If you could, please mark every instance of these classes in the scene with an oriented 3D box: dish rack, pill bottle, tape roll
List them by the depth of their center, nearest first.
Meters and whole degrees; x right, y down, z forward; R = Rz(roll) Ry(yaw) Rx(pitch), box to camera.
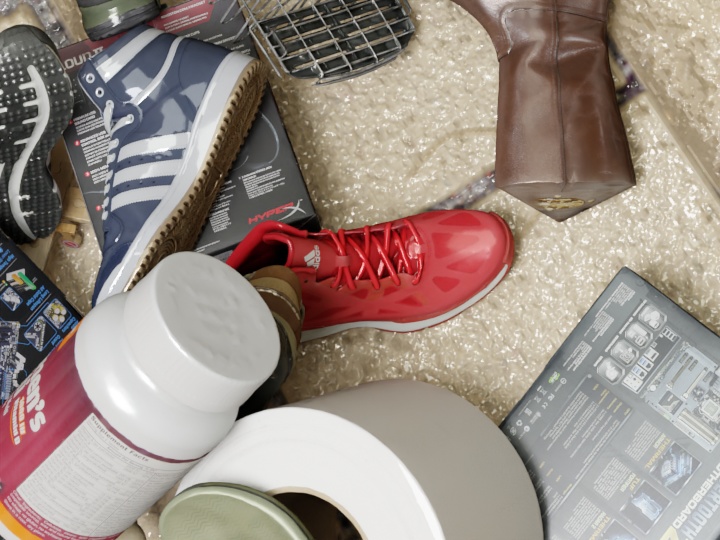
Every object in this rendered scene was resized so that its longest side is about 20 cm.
[{"bbox_3d":[-0.141,0.082,1.145,0.200,0.109,0.110,-43,69,34],"label":"pill bottle"},{"bbox_3d":[-0.003,0.175,1.192,0.201,0.139,0.205,2,95,29],"label":"tape roll"},{"bbox_3d":[-0.056,-0.212,1.319,0.201,0.153,0.055,58,137,9],"label":"dish rack"}]

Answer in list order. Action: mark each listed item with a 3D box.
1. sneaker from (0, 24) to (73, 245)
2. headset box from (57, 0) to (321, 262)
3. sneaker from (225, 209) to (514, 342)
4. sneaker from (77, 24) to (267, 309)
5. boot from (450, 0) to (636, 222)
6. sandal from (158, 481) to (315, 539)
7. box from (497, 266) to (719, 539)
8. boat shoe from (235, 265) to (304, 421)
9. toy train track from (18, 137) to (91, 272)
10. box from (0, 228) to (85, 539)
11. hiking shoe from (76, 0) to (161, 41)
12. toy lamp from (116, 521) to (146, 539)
[{"bbox_3d":[-0.237,-0.101,1.282,0.073,0.201,0.081,-9,59,-19],"label":"sneaker"},{"bbox_3d":[-0.127,-0.092,1.331,0.147,0.075,0.202,-21,75,-2],"label":"headset box"},{"bbox_3d":[0.000,0.000,1.269,0.198,0.115,0.079,-20,75,10],"label":"sneaker"},{"bbox_3d":[-0.150,-0.066,1.251,0.108,0.070,0.201,24,80,13],"label":"sneaker"},{"bbox_3d":[0.088,-0.133,1.292,0.184,0.064,0.202,-3,82,2],"label":"boot"},{"bbox_3d":[-0.046,0.204,1.106,0.201,0.057,0.080,50,115,16],"label":"sandal"},{"bbox_3d":[0.173,0.124,1.233,0.157,0.051,0.201,38,91,21],"label":"box"},{"bbox_3d":[-0.084,0.067,1.247,0.075,0.200,0.074,32,49,-9],"label":"boat shoe"},{"bbox_3d":[-0.263,-0.055,1.385,0.198,0.033,0.116,12,71,6],"label":"toy train track"},{"bbox_3d":[-0.267,0.061,1.235,0.199,0.200,0.050,47,132,-11],"label":"box"},{"bbox_3d":[-0.187,-0.241,1.339,0.075,0.101,0.200,-21,33,-9],"label":"hiking shoe"},{"bbox_3d":[-0.158,0.171,1.278,0.058,0.058,0.201,-35,48,6],"label":"toy lamp"}]
